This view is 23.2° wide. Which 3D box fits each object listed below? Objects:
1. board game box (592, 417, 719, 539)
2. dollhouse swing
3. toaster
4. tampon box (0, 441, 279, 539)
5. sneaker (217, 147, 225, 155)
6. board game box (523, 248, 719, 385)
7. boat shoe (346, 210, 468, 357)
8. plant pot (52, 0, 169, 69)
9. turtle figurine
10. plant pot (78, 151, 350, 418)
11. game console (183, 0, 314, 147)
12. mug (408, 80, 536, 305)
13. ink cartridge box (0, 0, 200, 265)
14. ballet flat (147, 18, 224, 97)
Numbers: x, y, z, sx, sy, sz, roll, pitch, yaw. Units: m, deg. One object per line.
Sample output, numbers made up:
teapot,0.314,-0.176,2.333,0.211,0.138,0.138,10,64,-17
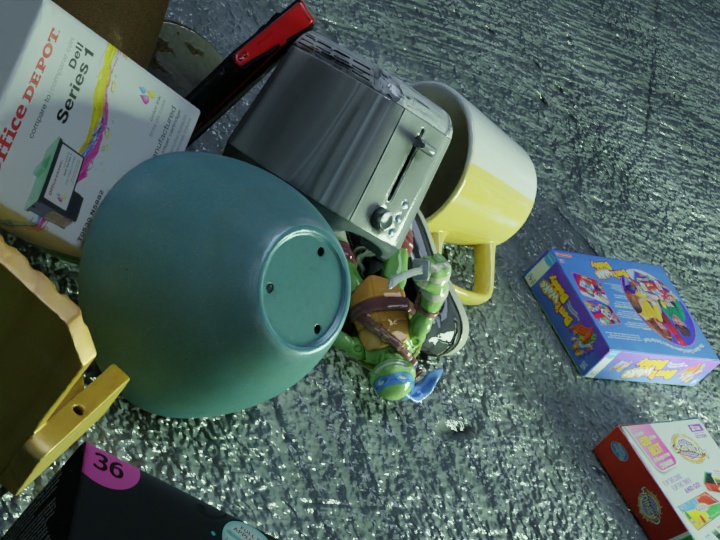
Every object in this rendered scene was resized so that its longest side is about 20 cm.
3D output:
board game box,0.327,0.235,1.673,0.153,0.040,0.200,2,49,-49
dollhouse swing,-0.237,0.010,1.160,0.200,0.176,0.182,42,30,1
toaster,-0.019,-0.106,1.415,0.113,0.130,0.200,30,3,-43
tampon box,-0.143,0.234,1.035,0.149,0.126,0.200,30,32,-22
sneaker,-0.061,-0.102,1.624,0.100,0.070,0.200,49,34,-2
board game box,0.276,0.051,1.841,0.199,0.045,0.135,8,45,-45
boat shoe,0.028,-0.010,1.600,0.063,0.073,0.201,-2,57,-54
plant pot,-0.237,-0.200,1.400,0.186,0.200,0.187,29,33,-21
turtle figurine,0.000,0.000,1.480,0.199,0.144,0.195,25,39,-33
plant pot,-0.086,0.013,1.278,0.199,0.134,0.201,-2,93,-45
game console,-0.131,-0.141,1.449,0.031,0.200,0.177,49,30,-2
mug,0.088,-0.074,1.723,0.149,0.187,0.153,25,3,43
ink cartridge box,-0.224,-0.098,1.271,0.084,0.145,0.200,16,-11,33
ballet flat,-0.207,-0.208,1.594,0.199,0.068,0.046,23,3,-25
